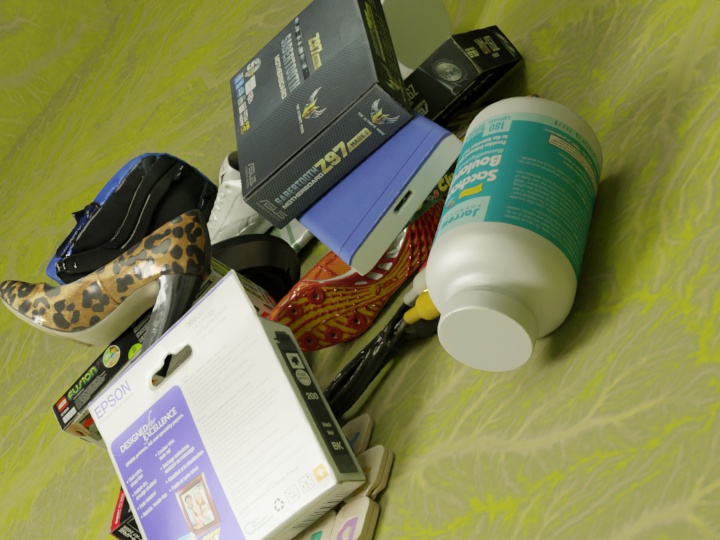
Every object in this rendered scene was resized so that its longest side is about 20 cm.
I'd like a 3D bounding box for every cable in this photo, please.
[{"bbox_3d":[0.028,0.039,1.257,0.200,0.050,0.097,-39,25,25],"label":"cable"}]

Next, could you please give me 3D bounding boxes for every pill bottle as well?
[{"bbox_3d":[0.005,-0.239,1.637,0.199,0.114,0.114,-13,44,57],"label":"pill bottle"},{"bbox_3d":[0.111,-0.025,1.116,0.110,0.111,0.201,-30,31,42],"label":"pill bottle"}]

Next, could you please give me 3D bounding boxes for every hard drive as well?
[{"bbox_3d":[-0.004,-0.086,1.277,0.132,0.025,0.200,-52,31,2],"label":"hard drive"}]

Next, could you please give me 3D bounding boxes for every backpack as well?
[{"bbox_3d":[-0.259,-0.039,1.780,0.201,0.162,0.168,-56,20,-8],"label":"backpack"}]

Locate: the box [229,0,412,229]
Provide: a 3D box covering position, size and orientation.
[{"bbox_3d":[-0.039,-0.152,1.314,0.157,0.051,0.201,-38,35,21],"label":"box"}]

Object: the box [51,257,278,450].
[{"bbox_3d":[-0.171,0.082,1.365,0.200,0.110,0.035,-46,48,9],"label":"box"}]

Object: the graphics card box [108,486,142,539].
[{"bbox_3d":[-0.145,0.164,1.403,0.200,0.051,0.126,-40,25,28],"label":"graphics card box"}]

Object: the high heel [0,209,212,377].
[{"bbox_3d":[-0.221,-0.003,1.318,0.199,0.071,0.144,18,85,26],"label":"high heel"}]

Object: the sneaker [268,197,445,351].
[{"bbox_3d":[0.000,0.000,1.360,0.199,0.073,0.077,-39,20,4],"label":"sneaker"}]

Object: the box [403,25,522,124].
[{"bbox_3d":[0.049,-0.142,1.410,0.200,0.044,0.160,-42,-3,22],"label":"box"}]

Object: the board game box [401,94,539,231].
[{"bbox_3d":[0.064,-0.092,1.321,0.200,0.024,0.104,-40,24,-31],"label":"board game box"}]

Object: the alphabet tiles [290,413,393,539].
[{"bbox_3d":[-0.052,0.206,1.208,0.199,0.015,0.197,-30,31,42],"label":"alphabet tiles"}]

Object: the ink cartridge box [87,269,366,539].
[{"bbox_3d":[-0.113,0.137,1.217,0.198,0.043,0.201,-41,64,25],"label":"ink cartridge box"}]

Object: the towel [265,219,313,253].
[{"bbox_3d":[-0.076,-0.046,1.625,0.200,0.031,0.149,-45,26,11],"label":"towel"}]

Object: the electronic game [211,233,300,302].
[{"bbox_3d":[-0.141,0.042,1.435,0.200,0.200,0.042,-46,62,13],"label":"electronic game"}]

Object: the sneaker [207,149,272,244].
[{"bbox_3d":[-0.126,-0.077,1.598,0.199,0.099,0.075,-36,30,30],"label":"sneaker"}]
